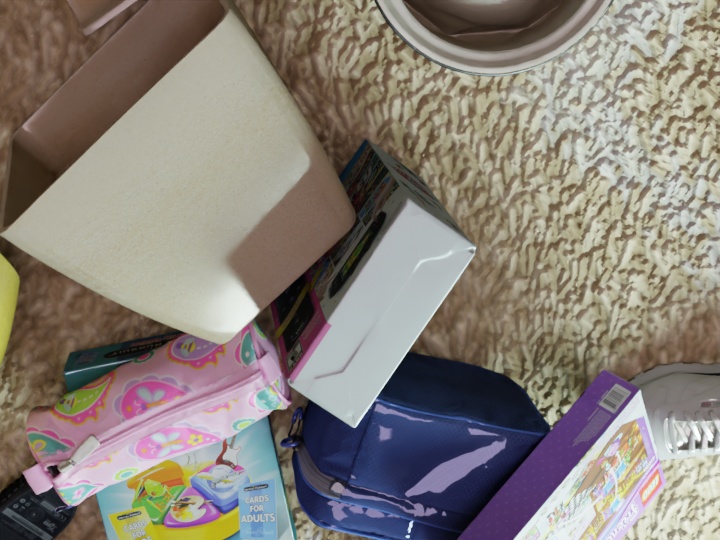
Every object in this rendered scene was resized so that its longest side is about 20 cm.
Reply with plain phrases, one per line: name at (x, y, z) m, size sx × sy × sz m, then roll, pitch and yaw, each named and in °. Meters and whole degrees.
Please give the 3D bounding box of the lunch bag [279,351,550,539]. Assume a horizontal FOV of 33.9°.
lunch bag at (0.034, 0.146, 0.933) m, size 0.197 × 0.136 × 0.134 m, roll 14°, pitch 104°, yaw -10°

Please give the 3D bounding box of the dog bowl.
dog bowl at (0.093, -0.247, 0.860) m, size 0.197 × 0.074 × 0.203 m, roll -1°, pitch 106°, yaw -5°

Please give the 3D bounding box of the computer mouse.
computer mouse at (-0.309, 0.224, 0.978) m, size 0.199 × 0.034 × 0.059 m, roll -37°, pitch 123°, yaw 10°

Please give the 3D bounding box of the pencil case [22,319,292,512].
pencil case at (-0.152, 0.104, 0.880) m, size 0.198 × 0.088 × 0.088 m, roll -24°, pitch 107°, yaw 0°

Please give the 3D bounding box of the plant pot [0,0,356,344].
plant pot at (-0.116, -0.071, 0.834) m, size 0.199 × 0.200 × 0.177 m, roll -42°, pitch 116°, yaw 7°

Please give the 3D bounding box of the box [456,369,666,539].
box at (0.151, 0.191, 0.904) m, size 0.200 × 0.039 × 0.137 m, roll -45°, pitch 137°, yaw -17°

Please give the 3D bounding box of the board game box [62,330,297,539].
board game box at (-0.143, 0.152, 0.963) m, size 0.149 × 0.047 × 0.203 m, roll -12°, pitch 107°, yaw -3°

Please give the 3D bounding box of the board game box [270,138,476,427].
board game box at (0.000, 0.000, 0.854) m, size 0.064 × 0.200 × 0.148 m, roll 32°, pitch 100°, yaw -15°

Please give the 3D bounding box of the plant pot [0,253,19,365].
plant pot at (-0.330, 0.027, 0.848) m, size 0.200 × 0.200 × 0.143 m, roll 43°, pitch 71°, yaw -15°

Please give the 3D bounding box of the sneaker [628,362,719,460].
sneaker at (0.294, 0.122, 0.985) m, size 0.197 × 0.081 × 0.077 m, roll -14°, pitch 109°, yaw 1°

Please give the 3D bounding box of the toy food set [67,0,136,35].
toy food set at (-0.195, -0.288, 0.823) m, size 0.143 × 0.060 × 0.201 m, roll -34°, pitch 107°, yaw 4°
